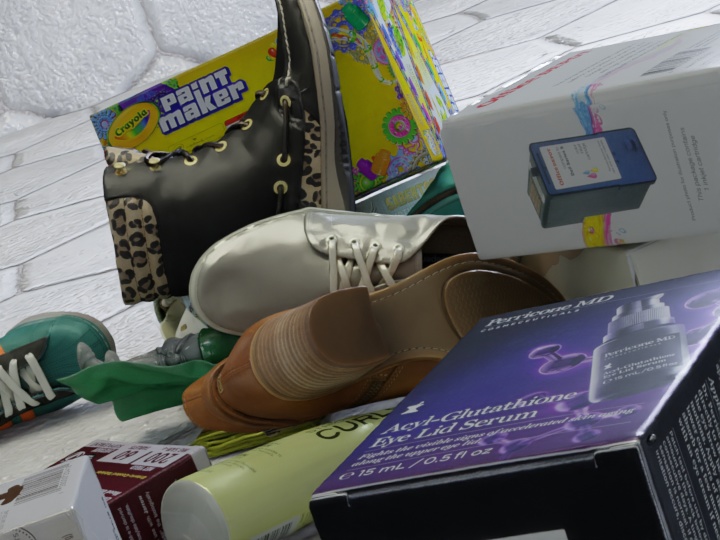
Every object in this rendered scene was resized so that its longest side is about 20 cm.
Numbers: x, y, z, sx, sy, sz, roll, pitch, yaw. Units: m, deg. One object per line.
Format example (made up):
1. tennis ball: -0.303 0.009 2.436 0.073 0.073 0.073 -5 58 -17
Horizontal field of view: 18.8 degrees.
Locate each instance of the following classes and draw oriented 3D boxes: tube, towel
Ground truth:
1. tube: -0.018 0.101 1.142 0.058 0.052 0.200 33 36 31
2. towel: -0.048 0.069 1.384 0.086 0.018 0.200 -15 13 15

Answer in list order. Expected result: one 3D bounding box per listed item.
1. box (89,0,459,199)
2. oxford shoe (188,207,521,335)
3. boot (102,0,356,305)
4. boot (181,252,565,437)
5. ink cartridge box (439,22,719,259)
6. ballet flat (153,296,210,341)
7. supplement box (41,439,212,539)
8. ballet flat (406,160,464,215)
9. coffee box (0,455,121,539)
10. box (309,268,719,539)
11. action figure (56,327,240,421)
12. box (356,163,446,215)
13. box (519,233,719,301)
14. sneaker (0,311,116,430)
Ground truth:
1. box: -0.047 -0.093 1.475 0.199 0.122 0.193 -23 1 12
2. oxford shoe: 0.000 0.000 1.264 0.199 0.076 0.058 -4 5 -9
3. boot: -0.082 -0.074 1.329 0.150 0.201 0.073 -7 -4 2
4. boot: 0.009 0.054 1.231 0.199 0.077 0.155 -10 -13 -35
5. ink cartridge box: 0.165 -0.076 1.165 0.199 0.088 0.145 -5 17 40
6. ballet flat: -0.105 0.035 1.528 0.074 0.075 0.200 -22 10 -10
7. supplement box: -0.173 0.156 1.108 0.200 0.061 0.109 -30 17 -37
8. ballet flat: 0.095 -0.068 1.390 0.200 0.067 0.071 -36 38 53
9. coffee box: -0.196 0.173 0.953 0.199 0.115 0.080 -20 13 3
10. box: 0.094 0.087 0.905 0.147 0.105 0.200 -13 15 28
11. action figure: -0.072 0.048 1.333 0.199 0.055 0.118 -11 -10 16
12. box: 0.027 -0.035 1.551 0.199 0.048 0.158 -25 0 -27
13. box: 0.162 -0.002 1.237 0.095 0.078 0.200 -21 13 -14
14. sneaker: -0.264 0.089 1.519 0.199 0.072 0.080 -20 16 22
